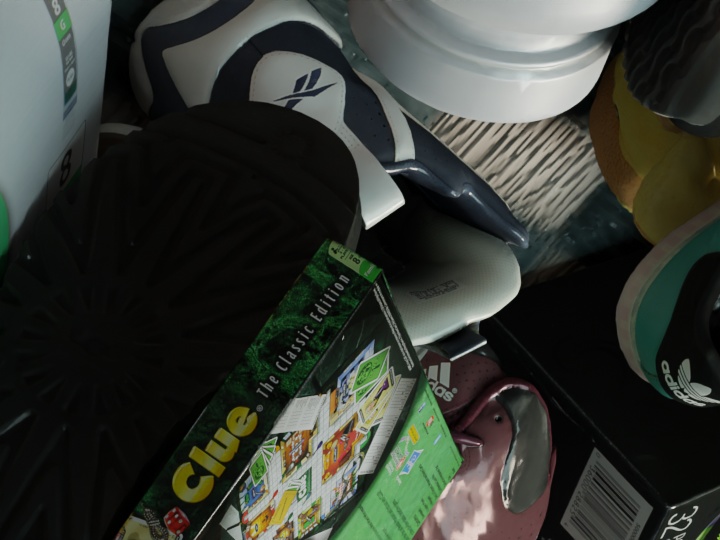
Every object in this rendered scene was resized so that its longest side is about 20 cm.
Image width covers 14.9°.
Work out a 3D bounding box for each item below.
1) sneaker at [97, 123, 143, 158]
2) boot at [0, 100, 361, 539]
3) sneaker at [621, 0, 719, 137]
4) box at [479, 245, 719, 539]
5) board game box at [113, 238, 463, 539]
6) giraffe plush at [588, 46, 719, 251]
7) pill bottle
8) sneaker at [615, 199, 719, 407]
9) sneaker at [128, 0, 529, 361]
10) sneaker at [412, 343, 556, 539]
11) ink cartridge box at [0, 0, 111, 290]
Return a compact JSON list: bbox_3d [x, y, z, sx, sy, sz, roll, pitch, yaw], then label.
[{"bbox_3d":[-0.105,0.034,0.893,0.201,0.073,0.085,-60,171,20],"label":"sneaker"},{"bbox_3d":[-0.074,0.063,0.804,0.211,0.079,0.158,-52,162,-26],"label":"boot"},{"bbox_3d":[0.143,-0.095,0.883,0.070,0.090,0.200,-57,-172,32],"label":"sneaker"},{"bbox_3d":[0.137,0.079,1.150,0.199,0.124,0.149,-17,142,-37],"label":"box"},{"bbox_3d":[-0.016,0.068,0.802,0.105,0.023,0.200,-57,163,-12],"label":"board game box"},{"bbox_3d":[0.157,-0.048,1.014,0.161,0.173,0.200,9,136,-28],"label":"giraffe plush"},{"bbox_3d":[0.058,-0.142,0.796,0.112,0.112,0.201,-21,146,-32],"label":"pill bottle"},{"bbox_3d":[0.174,-0.027,0.918,0.200,0.080,0.071,-46,106,-1],"label":"sneaker"},{"bbox_3d":[0.000,0.000,0.892,0.079,0.130,0.200,-32,148,-16],"label":"sneaker"},{"bbox_3d":[-0.005,0.067,0.944,0.199,0.076,0.116,15,102,-48],"label":"sneaker"},{"bbox_3d":[-0.113,-0.053,0.707,0.161,0.050,0.201,-60,168,-44],"label":"ink cartridge box"}]
